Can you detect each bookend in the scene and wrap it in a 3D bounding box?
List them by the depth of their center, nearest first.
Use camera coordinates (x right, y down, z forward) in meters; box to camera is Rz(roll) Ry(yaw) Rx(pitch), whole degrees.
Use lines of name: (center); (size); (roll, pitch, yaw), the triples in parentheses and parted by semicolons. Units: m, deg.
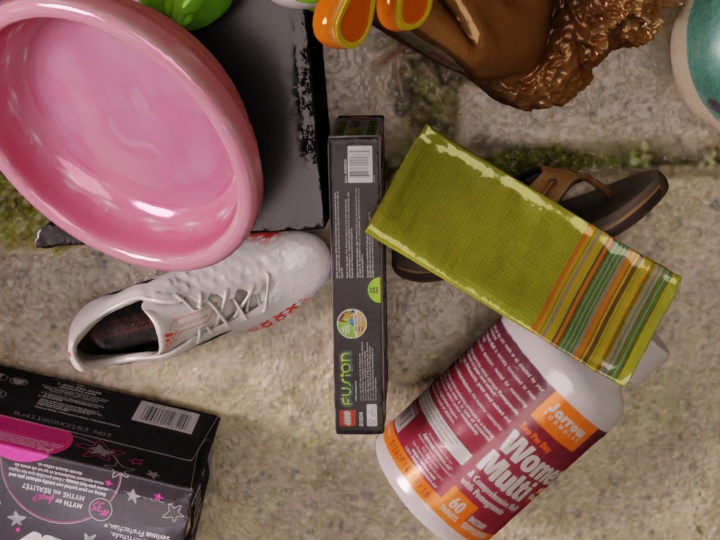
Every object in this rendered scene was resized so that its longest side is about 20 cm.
bookend: (-0.124, -0.126, 0.931); (0.198, 0.092, 0.201); (-5, 102, 5)

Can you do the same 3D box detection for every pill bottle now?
pill bottle: (0.114, 0.094, 0.966); (0.110, 0.110, 0.200); (44, 102, -8)

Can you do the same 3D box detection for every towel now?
towel: (0.107, -0.010, 0.887); (0.199, 0.018, 0.087); (31, 74, -5)

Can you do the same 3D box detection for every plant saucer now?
plant saucer: (-0.143, -0.089, 0.825); (0.199, 0.051, 0.201); (18, 140, 15)

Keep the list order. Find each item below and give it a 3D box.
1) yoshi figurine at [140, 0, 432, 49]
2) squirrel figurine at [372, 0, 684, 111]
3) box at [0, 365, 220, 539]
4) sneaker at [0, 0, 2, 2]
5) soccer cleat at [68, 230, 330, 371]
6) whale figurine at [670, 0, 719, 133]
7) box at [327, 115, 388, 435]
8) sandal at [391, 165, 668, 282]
yoshi figurine: (-0.061, -0.173, 0.811); (0.199, 0.113, 0.112); (26, 74, 31)
squirrel figurine: (0.110, -0.213, 0.898); (0.199, 0.141, 0.188); (30, 93, -19)
box: (-0.214, 0.156, 0.981); (0.198, 0.132, 0.116); (14, 107, -1)
sneaker: (-0.238, -0.153, 0.905); (0.199, 0.083, 0.070); (-31, 135, 31)
soccer cleat: (-0.115, 0.025, 0.970); (0.198, 0.085, 0.069); (-17, 102, 6)
whale figurine: (0.299, -0.127, 0.903); (0.200, 0.104, 0.160); (41, 77, -18)
box: (0.000, 0.000, 0.948); (0.034, 0.110, 0.202); (-1, 103, 3)
sandal: (0.114, -0.042, 0.952); (0.198, 0.082, 0.055); (-12, 109, 12)
